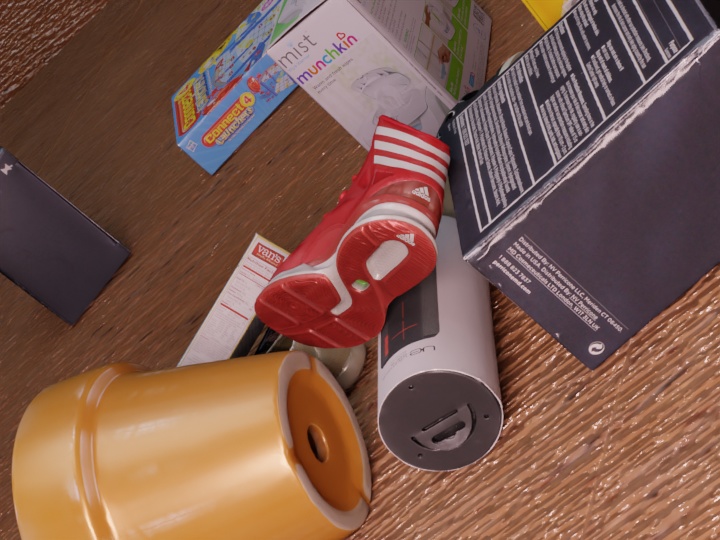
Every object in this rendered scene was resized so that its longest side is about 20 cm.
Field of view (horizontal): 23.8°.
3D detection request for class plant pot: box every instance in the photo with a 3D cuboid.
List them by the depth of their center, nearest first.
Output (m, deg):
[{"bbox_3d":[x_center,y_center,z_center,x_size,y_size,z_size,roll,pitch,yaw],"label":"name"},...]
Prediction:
[{"bbox_3d":[-0.100,0.142,1.151,0.183,0.200,0.200,-21,31,22],"label":"plant pot"}]

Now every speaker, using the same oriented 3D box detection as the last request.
[{"bbox_3d":[0.051,0.045,1.143,0.081,0.081,0.200,-40,23,22],"label":"speaker"}]

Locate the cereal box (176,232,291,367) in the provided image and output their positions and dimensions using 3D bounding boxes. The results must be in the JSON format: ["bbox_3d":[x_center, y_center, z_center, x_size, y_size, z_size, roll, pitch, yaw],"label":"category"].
[{"bbox_3d":[-0.122,0.075,1.398,0.200,0.039,0.144,-60,-2,-14],"label":"cereal box"}]

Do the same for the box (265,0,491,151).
[{"bbox_3d":[0.022,-0.209,1.505,0.097,0.176,0.200,-36,25,29],"label":"box"}]

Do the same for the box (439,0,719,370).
[{"bbox_3d":[0.165,-0.079,1.065,0.198,0.123,0.200,-43,21,19],"label":"box"}]

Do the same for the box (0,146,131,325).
[{"bbox_3d":[-0.402,-0.050,2.047,0.118,0.197,0.200,-52,21,-7],"label":"box"}]

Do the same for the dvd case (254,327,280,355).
[{"bbox_3d":[0.000,0.000,1.408,0.200,0.018,0.143,-22,34,48],"label":"dvd case"}]

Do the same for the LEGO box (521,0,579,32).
[{"bbox_3d":[0.210,-0.228,1.183,0.200,0.149,0.077,-40,-14,21],"label":"LEGO box"}]

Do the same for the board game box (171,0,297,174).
[{"bbox_3d":[-0.135,-0.229,2.023,0.196,0.056,0.200,-45,21,10],"label":"board game box"}]

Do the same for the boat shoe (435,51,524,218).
[{"bbox_3d":[0.087,-0.089,1.312,0.066,0.074,0.200,-28,28,47],"label":"boat shoe"}]

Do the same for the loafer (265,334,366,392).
[{"bbox_3d":[-0.084,0.106,1.319,0.200,0.068,0.076,-45,21,11],"label":"loafer"}]

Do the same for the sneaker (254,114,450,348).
[{"bbox_3d":[0.005,-0.027,1.130,0.200,0.078,0.116,-31,32,52],"label":"sneaker"}]
